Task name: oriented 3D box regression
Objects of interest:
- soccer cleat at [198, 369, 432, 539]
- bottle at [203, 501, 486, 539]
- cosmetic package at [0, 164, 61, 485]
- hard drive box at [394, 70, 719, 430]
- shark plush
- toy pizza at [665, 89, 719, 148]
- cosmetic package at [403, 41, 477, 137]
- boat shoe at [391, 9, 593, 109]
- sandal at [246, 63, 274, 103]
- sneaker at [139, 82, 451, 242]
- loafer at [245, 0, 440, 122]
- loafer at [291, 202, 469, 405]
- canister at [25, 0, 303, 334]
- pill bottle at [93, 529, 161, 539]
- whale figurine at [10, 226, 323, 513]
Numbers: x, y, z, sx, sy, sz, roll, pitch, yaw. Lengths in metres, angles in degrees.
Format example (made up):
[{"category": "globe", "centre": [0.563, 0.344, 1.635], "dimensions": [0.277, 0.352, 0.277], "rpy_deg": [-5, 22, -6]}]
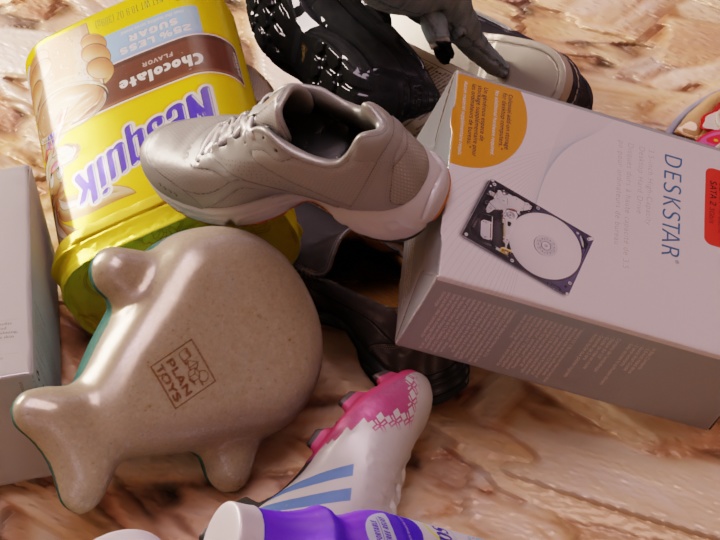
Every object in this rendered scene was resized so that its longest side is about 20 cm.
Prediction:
[{"category": "soccer cleat", "centre": [-0.008, 0.136, 1.581], "dimensions": [0.086, 0.070, 0.200], "rpy_deg": [35, 53, 17]}, {"category": "bottle", "centre": [0.016, 0.165, 1.469], "dimensions": [0.200, 0.065, 0.084], "rpy_deg": [18, 28, -23]}, {"category": "cosmetic package", "centre": [-0.236, 0.034, 1.688], "dimensions": [0.107, 0.085, 0.200], "rpy_deg": [-11, 38, 3]}, {"category": "hard drive box", "centre": [0.130, -0.012, 1.659], "dimensions": [0.200, 0.077, 0.156], "rpy_deg": [15, 52, -13]}, {"category": "shark plush", "centre": [0.035, -0.164, 1.792], "dimensions": [0.091, 0.200, 0.083], "rpy_deg": [-20, 61, 7]}, {"category": "toy pizza", "centre": [0.292, -0.075, 1.838], "dimensions": [0.200, 0.032, 0.200], "rpy_deg": [-2, 39, 1]}, {"category": "cosmetic package", "centre": [0.057, -0.068, 1.812], "dimensions": [0.200, 0.071, 0.105], "rpy_deg": [31, 50, 34]}, {"category": "boat shoe", "centre": [0.072, -0.141, 1.930], "dimensions": [0.200, 0.073, 0.063], "rpy_deg": [23, 3, 36]}, {"category": "sandal", "centre": [-0.127, -0.101, 1.881], "dimensions": [0.200, 0.054, 0.080], "rpy_deg": [9, 62, 36]}, {"category": "sneaker", "centre": [-0.048, -0.076, 1.617], "dimensions": [0.200, 0.092, 0.076], "rpy_deg": [5, 57, 31]}, {"category": "loafer", "centre": [-0.015, -0.149, 1.815], "dimensions": [0.070, 0.068, 0.201], "rpy_deg": [-3, 33, -28]}, {"category": "loafer", "centre": [0.000, 0.000, 1.732], "dimensions": [0.073, 0.072, 0.200], "rpy_deg": [-26, 44, -26]}, {"category": "canister", "centre": [-0.128, -0.073, 1.770], "dimensions": [0.148, 0.087, 0.200], "rpy_deg": [-23, 49, 9]}, {"category": "pill bottle", "centre": [-0.084, 0.219, 1.443], "dimensions": [0.104, 0.104, 0.200], "rpy_deg": [-21, 42, -21]}, {"category": "whale figurine", "centre": [-0.118, 0.060, 1.634], "dimensions": [0.200, 0.159, 0.104], "rpy_deg": [-37, 12, -30]}]
